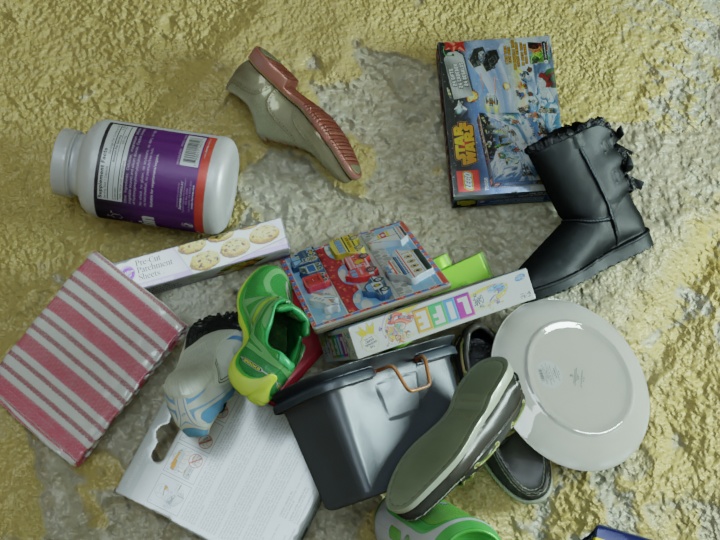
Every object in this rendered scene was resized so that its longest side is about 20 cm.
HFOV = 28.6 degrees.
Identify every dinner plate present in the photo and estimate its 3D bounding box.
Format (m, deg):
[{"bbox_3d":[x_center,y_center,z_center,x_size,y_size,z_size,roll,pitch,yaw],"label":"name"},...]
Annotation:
[{"bbox_3d":[0.232,0.118,1.523,0.199,0.024,0.201,11,59,-19],"label":"dinner plate"}]

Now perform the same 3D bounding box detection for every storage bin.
[{"bbox_3d":[0.028,0.159,1.470,0.199,0.145,0.135,-14,80,-39],"label":"storage bin"}]

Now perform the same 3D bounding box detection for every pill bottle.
[{"bbox_3d":[-0.243,-0.108,1.598,0.199,0.113,0.113,9,71,4],"label":"pill bottle"}]

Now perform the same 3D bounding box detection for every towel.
[{"bbox_3d":[-0.301,0.096,1.554,0.146,0.030,0.200,38,87,14],"label":"towel"}]

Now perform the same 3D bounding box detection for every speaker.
[{"bbox_3d":[0.077,0.272,1.414,0.088,0.200,0.089,-1,93,-17],"label":"speaker"}]

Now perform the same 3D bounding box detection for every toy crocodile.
[{"bbox_3d":[0.059,0.037,1.576,0.200,0.062,0.068,-30,92,-15],"label":"toy crocodile"}]

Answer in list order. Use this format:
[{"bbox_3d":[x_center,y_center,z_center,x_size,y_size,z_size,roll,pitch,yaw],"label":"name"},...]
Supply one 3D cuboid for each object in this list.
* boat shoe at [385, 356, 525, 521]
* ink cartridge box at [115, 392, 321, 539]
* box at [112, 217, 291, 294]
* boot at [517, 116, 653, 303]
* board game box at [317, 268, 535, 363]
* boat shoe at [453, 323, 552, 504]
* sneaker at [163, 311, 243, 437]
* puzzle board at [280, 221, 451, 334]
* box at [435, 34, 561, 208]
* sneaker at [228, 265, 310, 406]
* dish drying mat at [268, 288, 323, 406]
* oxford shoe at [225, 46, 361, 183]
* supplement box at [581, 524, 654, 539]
[{"bbox_3d":[0.101,0.178,1.413,0.201,0.072,0.061,-50,122,-26],"label":"boat shoe"},{"bbox_3d":[-0.137,0.217,1.521,0.199,0.050,0.163,24,74,11],"label":"ink cartridge box"},{"bbox_3d":[-0.178,-0.012,1.602,0.199,0.039,0.042,-15,77,-5],"label":"box"},{"bbox_3d":[0.228,-0.071,1.572,0.198,0.073,0.163,-26,99,-18],"label":"boot"},{"bbox_3d":[0.066,0.049,1.475,0.199,0.134,0.034,-18,89,-15],"label":"board game box"},{"bbox_3d":[0.153,0.154,1.526,0.071,0.061,0.202,-20,72,-7],"label":"boat shoe"},{"bbox_3d":[-0.156,0.104,1.504,0.072,0.073,0.200,1,28,16],"label":"sneaker"},{"bbox_3d":[0.000,0.000,1.537,0.150,0.200,0.017,-19,115,-6],"label":"puzzle board"},{"bbox_3d":[0.165,-0.176,1.658,0.136,0.040,0.201,-3,71,-2],"label":"box"},{"bbox_3d":[-0.085,0.061,1.477,0.083,0.074,0.200,-35,29,22],"label":"sneaker"},{"bbox_3d":[-0.114,0.115,1.571,0.077,0.018,0.200,41,74,9],"label":"dish drying mat"},{"bbox_3d":[-0.077,-0.168,1.653,0.074,0.071,0.200,-43,75,13],"label":"oxford shoe"},{"bbox_3d":[0.260,0.375,1.432,0.109,0.109,0.201,15,71,5],"label":"supplement box"}]
